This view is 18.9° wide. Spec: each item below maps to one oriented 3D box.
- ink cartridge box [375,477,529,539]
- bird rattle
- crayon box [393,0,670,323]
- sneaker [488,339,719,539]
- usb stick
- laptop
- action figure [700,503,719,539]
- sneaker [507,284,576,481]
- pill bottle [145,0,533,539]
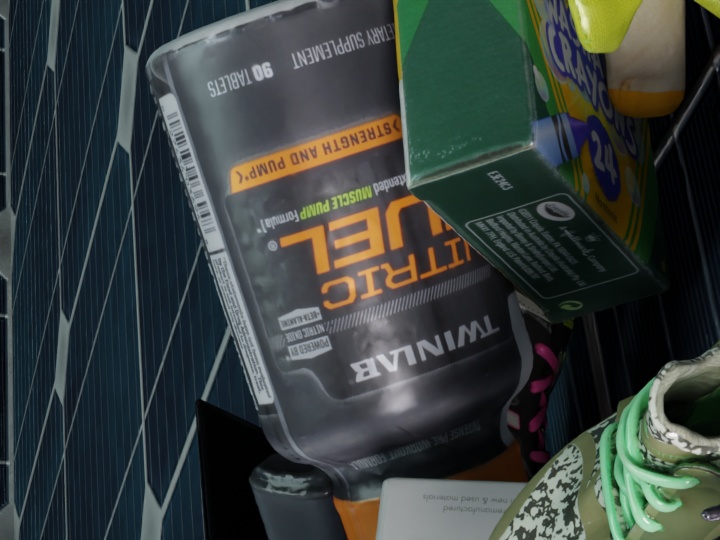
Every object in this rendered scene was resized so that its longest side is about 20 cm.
[{"bbox_3d":[0.034,0.183,0.711,0.115,0.068,0.200,77,-162,-57],"label":"ink cartridge box"},{"bbox_3d":[0.092,-0.146,0.749,0.163,0.113,0.200,82,-178,-55],"label":"bird rattle"},{"bbox_3d":[0.058,-0.098,0.796,0.126,0.052,0.200,39,-140,-53],"label":"crayon box"},{"bbox_3d":[0.092,0.043,0.574,0.200,0.089,0.077,-36,51,34],"label":"sneaker"},{"bbox_3d":[-0.001,0.168,0.955,0.033,0.055,0.200,-43,-55,-48],"label":"usb stick"},{"bbox_3d":[-0.043,0.201,1.144,0.200,0.116,0.187,112,157,-50],"label":"laptop"},{"bbox_3d":[0.073,0.149,0.568,0.119,0.102,0.200,-113,33,-42],"label":"action figure"},{"bbox_3d":[0.059,0.038,0.879,0.074,0.087,0.200,35,-147,-77],"label":"sneaker"},{"bbox_3d":[0.000,0.000,0.797,0.106,0.106,0.200,173,79,-75],"label":"pill bottle"}]
